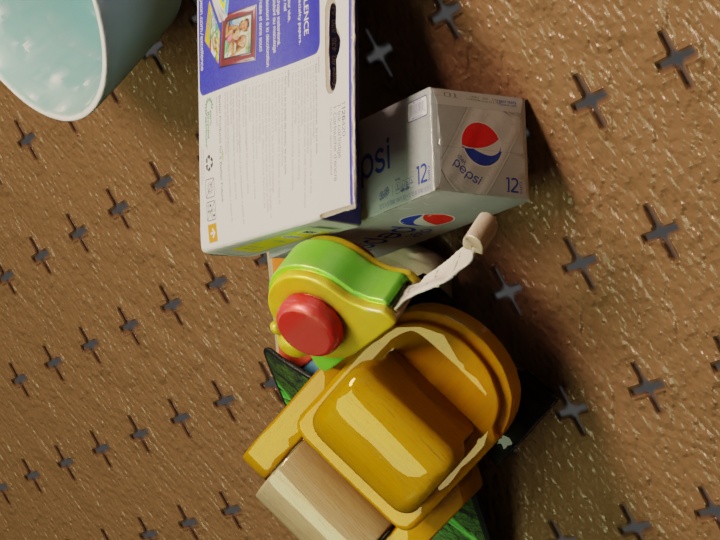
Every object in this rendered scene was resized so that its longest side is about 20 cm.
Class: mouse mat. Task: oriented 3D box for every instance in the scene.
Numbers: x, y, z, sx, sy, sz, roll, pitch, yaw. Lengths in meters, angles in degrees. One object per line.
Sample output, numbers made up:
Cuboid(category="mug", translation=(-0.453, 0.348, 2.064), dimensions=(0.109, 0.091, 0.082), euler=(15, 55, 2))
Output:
Cuboid(category="mouse mat", translation=(0.018, 0.141, 1.686), dimensions=(0.200, 0.008, 0.161), euler=(33, 157, 34))

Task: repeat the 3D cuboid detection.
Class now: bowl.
Cuboid(category="bowl", translation=(-0.190, -0.210, 1.642), dimensions=(0.201, 0.105, 0.201), euler=(36, 141, 35))

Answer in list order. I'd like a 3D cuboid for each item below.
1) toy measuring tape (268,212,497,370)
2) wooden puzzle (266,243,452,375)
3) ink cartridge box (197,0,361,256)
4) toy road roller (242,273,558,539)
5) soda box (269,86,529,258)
Cuboid(category="toy measuring tape", translation=(0.000, 0.000, 1.437), dimensions=(0.074, 0.074, 0.200), euler=(57, 140, 4))
Cuboid(category="wooden puzzle", translation=(-0.005, 0.044, 1.655), dimensions=(0.185, 0.037, 0.200), euler=(27, 136, 42))
Cuboid(category="ink cartridge box", translation=(-0.037, -0.118, 1.479), dimensions=(0.200, 0.047, 0.198), euler=(-11, 77, 57))
Cuboid(category="toy road roller", translation=(0.012, 0.107, 1.510), dimensions=(0.123, 0.146, 0.200), euler=(44, 111, 6))
Cuboid(category="soda box", translation=(0.019, -0.053, 1.483), dimensions=(0.200, 0.068, 0.064), euler=(-21, 68, 58))
